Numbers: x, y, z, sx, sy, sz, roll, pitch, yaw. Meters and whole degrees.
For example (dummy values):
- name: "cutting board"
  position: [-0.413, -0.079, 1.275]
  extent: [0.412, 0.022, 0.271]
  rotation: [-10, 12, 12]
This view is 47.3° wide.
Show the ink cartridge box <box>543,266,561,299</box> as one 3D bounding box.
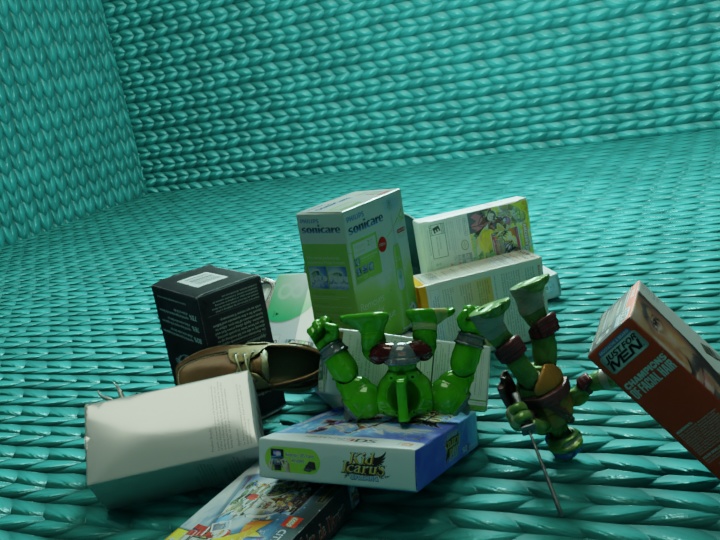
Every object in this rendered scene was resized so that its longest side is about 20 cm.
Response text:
- name: "ink cartridge box"
  position: [0.231, 0.035, 1.455]
  extent: [0.198, 0.048, 0.160]
  rotation: [-18, 16, -7]

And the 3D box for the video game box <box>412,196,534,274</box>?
- name: "video game box"
  position: [0.186, -0.001, 1.297]
  extent: [0.181, 0.202, 0.047]
  rotation: [-12, 13, -9]

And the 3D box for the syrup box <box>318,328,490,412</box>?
- name: "syrup box"
  position: [0.051, 0.122, 1.003]
  extent: [0.198, 0.082, 0.079]
  rotation: [7, -10, -7]

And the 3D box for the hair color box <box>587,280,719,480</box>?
- name: "hair color box"
  position: [0.322, 0.113, 0.803]
  extent: [0.064, 0.200, 0.111]
  rotation: [-50, -6, 29]

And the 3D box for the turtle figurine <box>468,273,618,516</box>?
- name: "turtle figurine"
  position: [0.208, 0.107, 0.844]
  extent: [0.143, 0.195, 0.200]
  rotation: [-26, 2, 4]

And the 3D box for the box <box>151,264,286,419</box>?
- name: "box"
  position: [-0.201, 0.106, 1.166]
  extent: [0.104, 0.202, 0.147]
  rotation: [-21, 19, -35]

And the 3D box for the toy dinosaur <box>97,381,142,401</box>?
- name: "toy dinosaur"
  position: [-0.242, 0.194, 1.062]
  extent: [0.198, 0.103, 0.077]
  rotation: [-9, 15, 8]

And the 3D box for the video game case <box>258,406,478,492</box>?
- name: "video game case"
  position: [0.015, 0.190, 0.911]
  extent: [0.180, 0.046, 0.200]
  rotation: [-1, 2, 25]

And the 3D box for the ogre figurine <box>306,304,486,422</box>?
- name: "ogre figurine"
  position: [0.044, 0.104, 0.911]
  extent: [0.198, 0.121, 0.098]
  rotation: [-2, -6, -11]

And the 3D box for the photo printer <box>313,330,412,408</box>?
- name: "photo printer"
  position: [0.025, 0.141, 1.135]
  extent: [0.165, 0.070, 0.200]
  rotation: [-16, 16, -19]

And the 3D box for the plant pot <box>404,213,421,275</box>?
- name: "plant pot"
  position: [0.052, 0.016, 1.414]
  extent: [0.198, 0.202, 0.135]
  rotation: [-4, -22, 23]

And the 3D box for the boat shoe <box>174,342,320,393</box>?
- name: "boat shoe"
  position: [-0.136, 0.123, 1.052]
  extent: [0.198, 0.076, 0.074]
  rotation: [-6, -15, -20]

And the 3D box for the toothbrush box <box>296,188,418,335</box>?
- name: "toothbrush box"
  position: [0.000, 0.000, 1.147]
  extent: [0.086, 0.202, 0.145]
  rotation: [0, 16, 36]

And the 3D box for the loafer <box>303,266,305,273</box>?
- name: "loafer"
  position: [-0.019, 0.006, 1.696]
  extent: [0.198, 0.073, 0.063]
  rotation: [4, 3, 26]

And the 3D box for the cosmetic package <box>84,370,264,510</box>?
- name: "cosmetic package"
  position: [-0.217, 0.200, 0.976]
  extent: [0.198, 0.085, 0.108]
  rotation: [-11, 55, -3]

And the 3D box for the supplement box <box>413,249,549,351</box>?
- name: "supplement box"
  position: [0.179, 0.054, 1.245]
  extent: [0.198, 0.127, 0.074]
  rotation: [-12, 13, -10]

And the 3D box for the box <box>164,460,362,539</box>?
- name: "box"
  position: [-0.105, 0.264, 0.834]
  extent: [0.136, 0.038, 0.200]
  rotation: [-1, 18, 32]

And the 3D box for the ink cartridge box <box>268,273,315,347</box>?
- name: "ink cartridge box"
  position: [-0.058, 0.079, 1.311]
  extent: [0.198, 0.050, 0.162]
  rotation: [-5, 52, 25]

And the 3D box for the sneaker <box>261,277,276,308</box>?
- name: "sneaker"
  position: [-0.191, 0.119, 1.392]
  extent: [0.075, 0.116, 0.201]
  rotation: [23, 54, 8]
